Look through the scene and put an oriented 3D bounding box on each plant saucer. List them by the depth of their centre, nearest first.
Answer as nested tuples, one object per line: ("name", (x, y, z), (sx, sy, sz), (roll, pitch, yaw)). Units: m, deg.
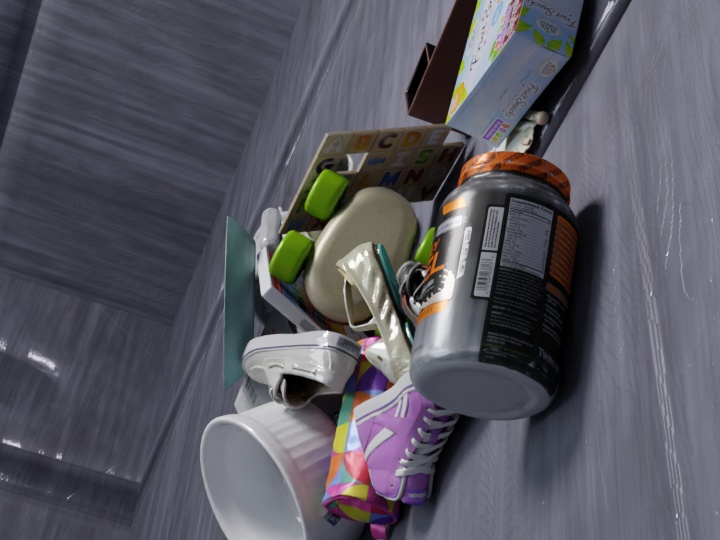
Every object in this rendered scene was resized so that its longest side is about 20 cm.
("plant saucer", (-0.140, 0.038, 1.815), (0.200, 0.036, 0.202), (-179, 90, -85))

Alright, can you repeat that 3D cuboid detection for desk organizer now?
("desk organizer", (0.122, -0.260, 1.769), (0.072, 0.076, 0.201), (-94, 24, -61))

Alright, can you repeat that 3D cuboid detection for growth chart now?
("growth chart", (0.134, -0.077, 1.588), (0.145, 0.018, 0.201), (-115, 44, -74))

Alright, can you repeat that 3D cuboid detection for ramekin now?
("ramekin", (-0.081, 0.238, 1.719), (0.200, 0.097, 0.202), (32, 133, 42))

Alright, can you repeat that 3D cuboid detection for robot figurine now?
("robot figurine", (-0.081, 0.003, 1.951), (0.201, 0.112, 0.170), (-94, -17, -52))

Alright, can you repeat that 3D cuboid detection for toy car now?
("toy car", (0.000, 0.000, 1.763), (0.158, 0.164, 0.200), (-60, -5, -12))

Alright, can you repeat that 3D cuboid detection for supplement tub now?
("supplement tub", (0.114, 0.011, 1.289), (0.123, 0.122, 0.201), (129, 157, -60))

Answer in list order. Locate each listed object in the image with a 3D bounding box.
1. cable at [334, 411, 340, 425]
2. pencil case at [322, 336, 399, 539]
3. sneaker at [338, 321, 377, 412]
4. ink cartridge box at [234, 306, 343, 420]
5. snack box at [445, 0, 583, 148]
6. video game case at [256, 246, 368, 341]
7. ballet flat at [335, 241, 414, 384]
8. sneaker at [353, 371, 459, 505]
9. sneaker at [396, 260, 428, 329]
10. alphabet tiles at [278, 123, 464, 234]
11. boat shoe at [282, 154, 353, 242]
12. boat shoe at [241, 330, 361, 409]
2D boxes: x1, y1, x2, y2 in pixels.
("cable", (-0.018, 0.170, 1.845), (0.200, 0.050, 0.098), (163, 117, -75))
("pencil case", (0.015, 0.169, 1.625), (0.088, 0.088, 0.201), (129, 156, -61))
("sneaker", (-0.020, 0.106, 1.959), (0.200, 0.077, 0.085), (-55, 3, 39))
("ink cartridge box", (-0.074, 0.126, 1.826), (0.116, 0.067, 0.201), (60, 140, 38))
("snack box", (0.162, -0.250, 1.554), (0.169, 0.067, 0.201), (128, 163, -57))
("video game case", (-0.036, 0.063, 1.753), (0.017, 0.200, 0.143), (-45, 17, 9))
("ballet flat", (0.026, 0.064, 1.607), (0.068, 0.062, 0.201), (56, -168, -59))
("sneaker", (0.065, 0.158, 1.481), (0.200, 0.072, 0.115), (-42, 52, 56))
("sneaker", (0.068, 0.036, 1.525), (0.077, 0.082, 0.200), (-48, 13, 0))
("alphabet tiles", (0.019, -0.104, 1.779), (0.008, 0.199, 0.168), (63, 143, 29))
("boat shoe", (-0.049, -0.081, 1.917), (0.062, 0.072, 0.201), (-59, 14, 35))
("boat shoe", (-0.072, 0.113, 1.677), (0.199, 0.071, 0.070), (-10, 56, 53))
